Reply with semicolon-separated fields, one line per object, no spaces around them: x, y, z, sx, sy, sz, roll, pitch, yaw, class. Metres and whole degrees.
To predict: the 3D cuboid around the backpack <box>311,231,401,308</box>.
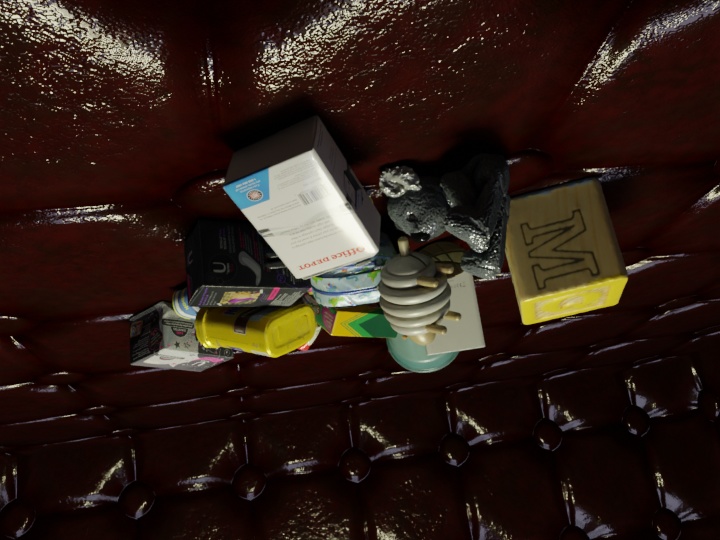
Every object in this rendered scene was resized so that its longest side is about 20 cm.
0.000;0.000;1.256;0.198;0.164;0.155;-22;118;4;backpack

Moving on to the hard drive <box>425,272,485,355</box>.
0.194;0.078;1.476;0.130;0.203;0.027;-7;169;-6;hard drive

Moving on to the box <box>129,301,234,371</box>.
-0.406;0.156;1.529;0.131;0.116;0.199;-23;156;32;box

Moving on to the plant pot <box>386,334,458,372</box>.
0.141;0.117;1.596;0.197;0.203;0.197;-12;152;8;plant pot

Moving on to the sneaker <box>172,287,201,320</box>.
-0.301;0.075;1.428;0.082;0.075;0.199;-26;155;32;sneaker

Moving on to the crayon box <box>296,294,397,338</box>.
-0.038;0.072;1.397;0.171;0.059;0.199;8;-164;-38;crayon box

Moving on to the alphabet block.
0.381;-0.031;1.280;0.194;0.203;0.195;-14;159;12;alphabet block

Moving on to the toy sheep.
0.093;0.036;1.127;0.136;0.203;0.138;-8;-159;3;toy sheep

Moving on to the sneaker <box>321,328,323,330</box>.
-0.173;0.120;1.510;0.200;0.068;0.107;-24;-156;-36;sneaker

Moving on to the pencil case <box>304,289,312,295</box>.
-0.179;0.013;1.311;0.197;0.090;0.089;-9;160;-8;pencil case

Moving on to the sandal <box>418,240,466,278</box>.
0.146;-0.006;1.419;0.199;0.083;0.054;-27;170;34;sandal

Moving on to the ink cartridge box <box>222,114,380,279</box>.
-0.077;-0.097;0.953;0.145;0.087;0.201;-18;133;21;ink cartridge box

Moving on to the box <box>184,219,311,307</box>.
-0.200;-0.008;1.181;0.198;0.124;0.106;3;157;-30;box

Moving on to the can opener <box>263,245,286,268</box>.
-0.073;-0.040;1.158;0.198;0.079;0.064;-20;136;-19;can opener

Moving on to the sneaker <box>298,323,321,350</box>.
-0.167;0.103;1.403;0.199;0.086;0.077;31;-172;41;sneaker

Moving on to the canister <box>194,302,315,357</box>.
-0.203;0.105;1.304;0.198;0.088;0.148;4;-163;38;canister

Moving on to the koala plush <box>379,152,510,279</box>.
0.133;-0.104;1.085;0.197;0.186;0.178;5;157;23;koala plush
